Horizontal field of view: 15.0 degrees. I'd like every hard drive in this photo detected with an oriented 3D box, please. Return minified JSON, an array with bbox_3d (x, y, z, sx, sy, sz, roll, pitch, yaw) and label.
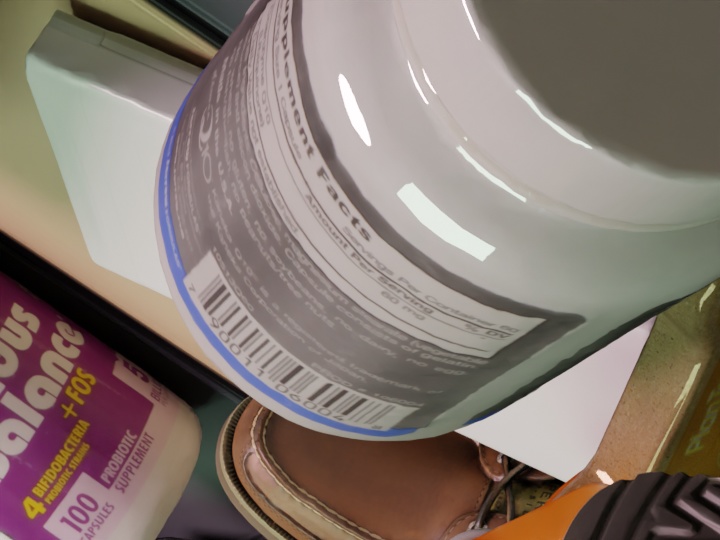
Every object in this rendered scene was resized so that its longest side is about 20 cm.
[{"bbox_3d":[0.000,0.000,0.823,0.200,0.026,0.132,24,157,16],"label":"hard drive"}]

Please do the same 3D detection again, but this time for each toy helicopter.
[{"bbox_3d":[0.067,0.055,0.713,0.079,0.132,0.200,50,140,33],"label":"toy helicopter"}]

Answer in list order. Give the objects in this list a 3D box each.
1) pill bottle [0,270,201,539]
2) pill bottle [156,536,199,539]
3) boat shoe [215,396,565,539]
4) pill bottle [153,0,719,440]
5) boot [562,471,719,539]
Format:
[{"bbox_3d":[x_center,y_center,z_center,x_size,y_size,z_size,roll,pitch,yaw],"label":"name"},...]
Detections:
[{"bbox_3d":[-0.167,0.043,1.014,0.200,0.112,0.112,36,158,-14],"label":"pill bottle"},{"bbox_3d":[-0.062,0.172,1.151,0.116,0.116,0.200,43,156,-27],"label":"pill bottle"},{"bbox_3d":[0.053,0.081,0.886,0.200,0.072,0.068,23,155,-7],"label":"boat shoe"},{"bbox_3d":[0.031,-0.036,0.592,0.114,0.114,0.200,33,158,-7],"label":"pill bottle"},{"bbox_3d":[0.147,0.125,0.669,0.182,0.073,0.200,14,151,34],"label":"boot"}]
